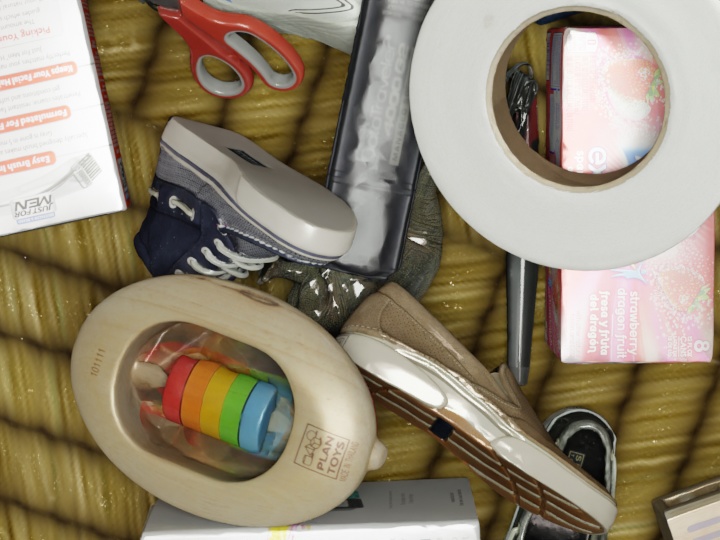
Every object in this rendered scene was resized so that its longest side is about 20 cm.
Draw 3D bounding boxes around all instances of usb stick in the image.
[{"bbox_3d":[0.015,-0.093,1.457,0.055,0.033,0.201,11,95,-6],"label":"usb stick"}]

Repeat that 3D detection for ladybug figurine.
[{"bbox_3d":[-0.072,0.075,1.432,0.199,0.072,0.137,23,100,18],"label":"ladybug figurine"}]

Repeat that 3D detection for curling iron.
[{"bbox_3d":[0.093,-0.028,1.527,0.049,0.025,0.201,-8,101,-37],"label":"curling iron"}]

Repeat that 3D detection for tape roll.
[{"bbox_3d":[0.126,-0.101,1.400,0.201,0.037,0.204,5,106,17],"label":"tape roll"}]

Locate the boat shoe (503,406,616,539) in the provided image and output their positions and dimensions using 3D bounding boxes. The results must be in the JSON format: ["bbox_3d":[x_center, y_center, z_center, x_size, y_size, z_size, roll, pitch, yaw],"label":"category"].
[{"bbox_3d":[0.116,0.185,1.530,0.070,0.064,0.201,10,95,-2],"label":"boat shoe"}]

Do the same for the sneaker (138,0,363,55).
[{"bbox_3d":[-0.060,-0.180,1.499,0.199,0.072,0.073,13,73,0],"label":"sneaker"}]

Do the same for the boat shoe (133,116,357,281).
[{"bbox_3d":[-0.071,-0.018,1.456,0.074,0.200,0.093,13,103,-29],"label":"boat shoe"}]

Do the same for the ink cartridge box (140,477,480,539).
[{"bbox_3d":[-0.028,0.212,1.489,0.198,0.146,0.148,-3,95,0],"label":"ink cartridge box"}]

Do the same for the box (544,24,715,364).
[{"bbox_3d":[0.162,-0.048,1.492,0.094,0.103,0.202,0,94,-1],"label":"box"}]

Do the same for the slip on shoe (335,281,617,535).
[{"bbox_3d":[0.076,0.083,1.468,0.199,0.076,0.061,33,71,0],"label":"slip on shoe"}]

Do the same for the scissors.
[{"bbox_3d":[-0.110,-0.164,1.460,0.073,0.014,0.200,-13,139,34],"label":"scissors"}]

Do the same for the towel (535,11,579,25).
[{"bbox_3d":[0.191,-0.200,1.473,0.199,0.112,0.049,-18,90,0],"label":"towel"}]

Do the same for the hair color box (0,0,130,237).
[{"bbox_3d":[-0.214,-0.124,1.498,0.110,0.064,0.201,-12,94,-1],"label":"hair color box"}]

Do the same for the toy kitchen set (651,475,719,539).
[{"bbox_3d":[0.249,0.065,1.472,0.179,0.163,0.201,-19,95,1],"label":"toy kitchen set"}]

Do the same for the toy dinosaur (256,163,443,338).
[{"bbox_3d":[0.000,0.000,1.518,0.102,0.077,0.200,43,88,-16],"label":"toy dinosaur"}]
